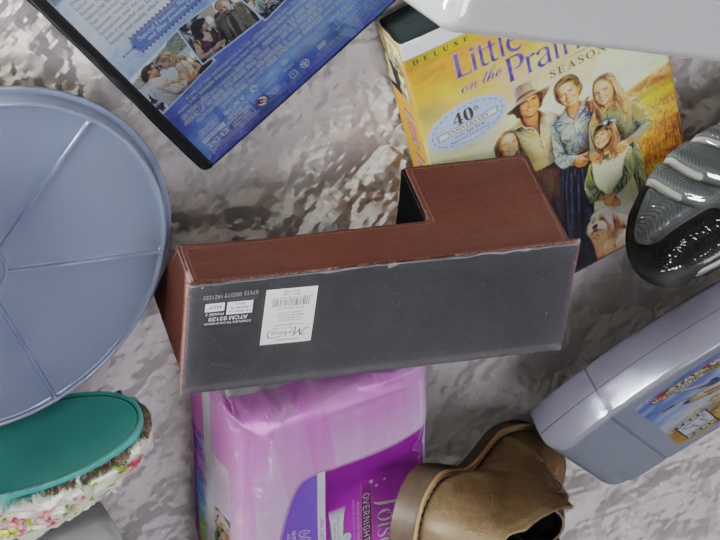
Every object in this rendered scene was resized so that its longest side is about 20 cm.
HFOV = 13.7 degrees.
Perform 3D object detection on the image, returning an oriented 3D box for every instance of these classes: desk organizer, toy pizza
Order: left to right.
[{"bbox_3d":[-0.186,-0.006,1.436,0.199,0.032,0.201,-16,130,-19],"label":"toy pizza"},{"bbox_3d":[0.000,0.000,1.498,0.199,0.077,0.072,-6,131,-15],"label":"desk organizer"}]

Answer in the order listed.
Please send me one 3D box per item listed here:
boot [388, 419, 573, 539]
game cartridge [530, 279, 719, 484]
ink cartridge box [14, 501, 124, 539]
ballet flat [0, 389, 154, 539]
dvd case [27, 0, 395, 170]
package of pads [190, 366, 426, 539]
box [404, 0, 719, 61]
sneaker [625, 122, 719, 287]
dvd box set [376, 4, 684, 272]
[{"bbox_3d":[0.084,0.130,1.626,0.200,0.075,0.074,-19,120,-67],"label":"boot"},{"bbox_3d":[0.196,0.049,1.662,0.200,0.042,0.133,-33,161,11],"label":"game cartridge"},{"bbox_3d":[-0.171,0.220,1.584,0.144,0.085,0.200,-28,133,-10],"label":"ink cartridge box"},{"bbox_3d":[-0.196,0.116,1.502,0.199,0.076,0.064,-18,138,-6],"label":"ballet flat"},{"bbox_3d":[-0.076,-0.148,1.404,0.143,0.018,0.200,-41,136,4],"label":"dvd case"},{"bbox_3d":[-0.026,0.114,1.597,0.120,0.076,0.201,-18,131,-20],"label":"package of pads"},{"bbox_3d":[0.101,-0.215,1.339,0.198,0.171,0.201,4,114,-33],"label":"box"},{"bbox_3d":[0.223,-0.041,1.612,0.200,0.075,0.116,-46,146,-19],"label":"sneaker"},{"bbox_3d":[0.095,-0.078,1.555,0.146,0.029,0.200,-26,134,-12],"label":"dvd box set"}]
